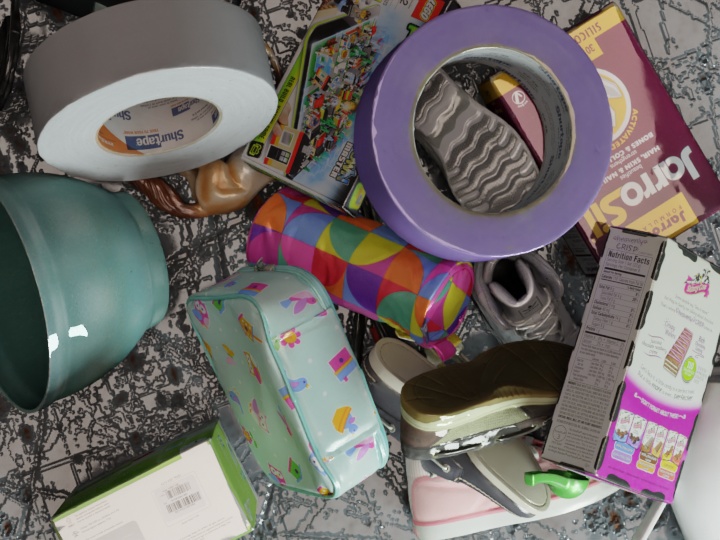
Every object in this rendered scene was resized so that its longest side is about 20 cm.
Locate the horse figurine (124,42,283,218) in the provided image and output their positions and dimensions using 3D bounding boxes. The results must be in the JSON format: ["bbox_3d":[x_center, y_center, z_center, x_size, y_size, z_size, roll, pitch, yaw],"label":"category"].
[{"bbox_3d":[-0.108,-0.106,1.745,0.199,0.050,0.133,-33,86,-3],"label":"horse figurine"}]

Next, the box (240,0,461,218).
[{"bbox_3d":[-0.007,-0.157,1.689,0.110,0.035,0.201,26,85,23],"label":"box"}]

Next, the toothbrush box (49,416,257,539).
[{"bbox_3d":[-0.168,0.198,1.672,0.145,0.200,0.087,-26,91,-1],"label":"toothbrush box"}]

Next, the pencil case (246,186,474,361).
[{"bbox_3d":[0.000,0.000,1.698,0.199,0.088,0.089,26,90,25],"label":"pencil case"}]

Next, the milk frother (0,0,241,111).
[{"bbox_3d":[-0.213,-0.207,1.700,0.187,0.181,0.201,22,122,-1],"label":"milk frother"}]

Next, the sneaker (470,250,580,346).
[{"bbox_3d":[0.151,0.051,1.722,0.075,0.115,0.201,-34,92,-1],"label":"sneaker"}]

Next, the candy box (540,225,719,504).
[{"bbox_3d":[0.231,0.079,1.646,0.061,0.136,0.201,14,83,39],"label":"candy box"}]

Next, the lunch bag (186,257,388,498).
[{"bbox_3d":[-0.063,0.088,1.688,0.077,0.160,0.201,-28,103,-24],"label":"lunch bag"}]

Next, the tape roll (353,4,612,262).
[{"bbox_3d":[0.098,-0.109,1.616,0.198,0.085,0.202,0,88,-10],"label":"tape roll"}]

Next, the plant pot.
[{"bbox_3d":[-0.245,0.006,1.685,0.133,0.200,0.202,-16,92,-29],"label":"plant pot"}]

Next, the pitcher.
[{"bbox_3d":[0.297,0.191,1.719,0.170,0.121,0.202,-5,98,-27],"label":"pitcher"}]

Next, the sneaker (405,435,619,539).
[{"bbox_3d":[0.132,0.163,1.743,0.199,0.075,0.105,-13,97,3],"label":"sneaker"}]

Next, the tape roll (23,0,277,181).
[{"bbox_3d":[-0.170,-0.145,1.626,0.199,0.200,0.067,-15,70,-2],"label":"tape roll"}]

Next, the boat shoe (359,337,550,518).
[{"bbox_3d":[0.074,0.143,1.692,0.200,0.073,0.063,42,122,1],"label":"boat shoe"}]

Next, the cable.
[{"bbox_3d":[0.014,0.026,1.766,0.097,0.050,0.201,-31,79,16],"label":"cable"}]

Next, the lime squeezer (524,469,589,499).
[{"bbox_3d":[0.182,0.147,1.692,0.038,0.200,0.071,-2,117,35],"label":"lime squeezer"}]

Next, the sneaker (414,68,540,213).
[{"bbox_3d":[0.095,-0.111,1.717,0.075,0.082,0.200,-38,77,8],"label":"sneaker"}]

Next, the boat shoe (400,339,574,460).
[{"bbox_3d":[0.112,0.109,1.647,0.200,0.072,0.066,-11,132,-35],"label":"boat shoe"}]

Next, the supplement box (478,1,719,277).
[{"bbox_3d":[0.207,-0.110,1.727,0.130,0.103,0.201,-32,92,-2],"label":"supplement box"}]
